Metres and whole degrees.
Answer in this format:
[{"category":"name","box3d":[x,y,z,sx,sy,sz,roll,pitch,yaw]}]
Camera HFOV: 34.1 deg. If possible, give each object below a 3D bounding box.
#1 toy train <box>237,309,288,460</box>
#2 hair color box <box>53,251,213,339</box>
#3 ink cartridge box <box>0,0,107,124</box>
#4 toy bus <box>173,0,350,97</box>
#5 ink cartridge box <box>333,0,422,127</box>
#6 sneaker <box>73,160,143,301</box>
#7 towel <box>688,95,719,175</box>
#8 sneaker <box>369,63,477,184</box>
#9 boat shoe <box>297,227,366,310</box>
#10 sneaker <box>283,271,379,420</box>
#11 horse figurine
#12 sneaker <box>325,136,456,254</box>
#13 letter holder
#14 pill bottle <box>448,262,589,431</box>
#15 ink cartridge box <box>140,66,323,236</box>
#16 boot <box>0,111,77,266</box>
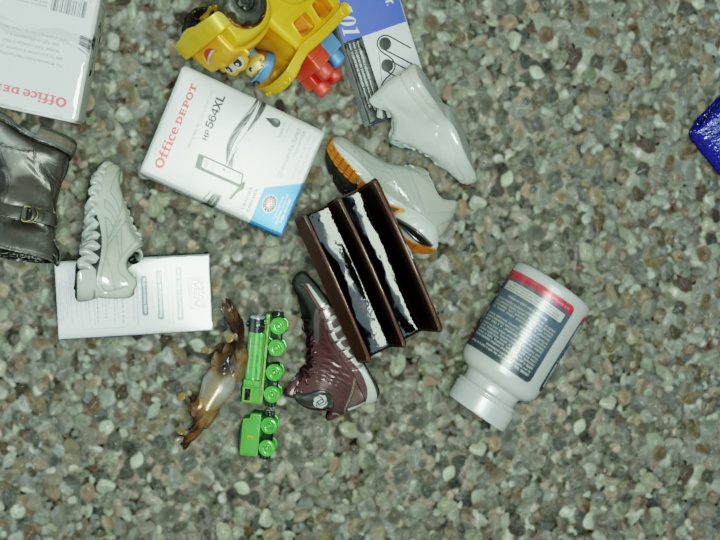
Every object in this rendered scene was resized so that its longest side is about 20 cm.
[{"category":"toy train","box3d":[-0.131,0.151,1.560,0.055,0.042,0.204,5,93,2]},{"category":"hair color box","box3d":[-0.291,0.032,1.516,0.196,0.061,0.102,-3,93,-8]},{"category":"ink cartridge box","box3d":[-0.402,-0.297,1.467,0.143,0.084,0.204,12,93,-8]},{"category":"toy bus","box3d":[-0.106,-0.290,1.468,0.193,0.135,0.200,51,58,-16]},{"category":"ink cartridge box","box3d":[0.019,-0.301,1.548,0.093,0.044,0.203,-19,96,-8]},{"category":"sneaker","box3d":[-0.311,-0.047,1.470,0.079,0.076,0.203,5,57,-11]},{"category":"towel","box3d":[0.568,-0.170,1.633,0.148,0.050,0.200,-45,98,-4]},{"category":"sneaker","box3d":[0.082,-0.179,1.536,0.088,0.076,0.200,-27,129,16]},{"category":"boat shoe","box3d":[0.000,0.000,1.550,0.065,0.073,0.201,-41,98,2]},{"category":"sneaker","box3d":[-0.066,0.111,1.549,0.114,0.076,0.202,-30,98,-2]},{"category":"horse figurine","box3d":[-0.190,0.141,1.510,0.049,0.133,0.203,24,83,12]},{"category":"sneaker","box3d":[0.042,-0.116,1.559,0.200,0.076,0.092,42,66,-6]},{"category":"letter holder","box3d":[0.010,0.003,1.450,0.099,0.142,0.203,-25,92,-10]},{"category":"pill bottle","box3d":[0.206,0.104,1.563,0.119,0.120,0.202,33,89,-9]},{"category":"ink cartridge box","box3d":[-0.166,-0.150,1.503,0.197,0.084,0.148,23,90,-9]},{"category":"boot","box3d":[-0.453,-0.103,1.458,0.197,0.069,0.177,15,74,-11]}]
